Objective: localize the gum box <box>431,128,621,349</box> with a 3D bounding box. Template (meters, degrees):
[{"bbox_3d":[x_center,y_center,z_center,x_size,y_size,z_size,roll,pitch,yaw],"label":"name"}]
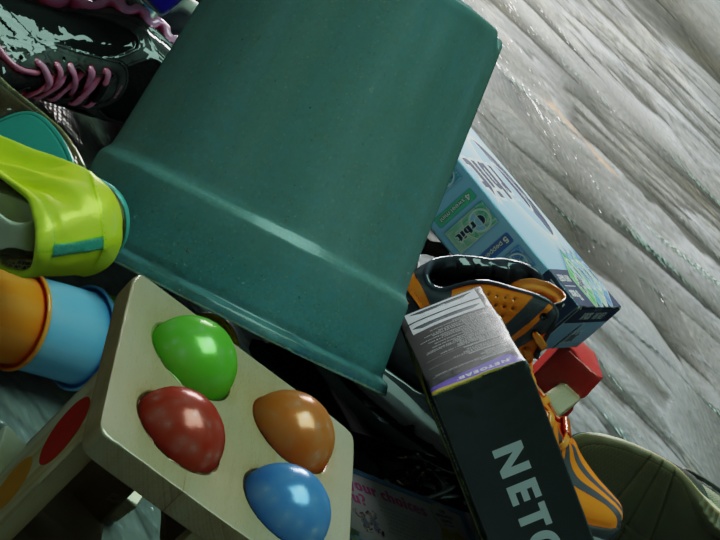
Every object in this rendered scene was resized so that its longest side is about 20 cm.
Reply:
[{"bbox_3d":[0.073,-0.040,1.463,0.200,0.045,0.170,50,10,10],"label":"gum box"}]

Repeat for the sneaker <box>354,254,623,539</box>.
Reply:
[{"bbox_3d":[0.095,0.069,1.333,0.200,0.112,0.078,37,11,-18],"label":"sneaker"}]

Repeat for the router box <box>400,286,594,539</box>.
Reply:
[{"bbox_3d":[0.084,0.123,1.215,0.157,0.052,0.201,-114,-177,-77],"label":"router box"}]

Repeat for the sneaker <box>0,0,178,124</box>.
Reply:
[{"bbox_3d":[-0.182,-0.118,1.307,0.199,0.079,0.096,23,36,-20],"label":"sneaker"}]

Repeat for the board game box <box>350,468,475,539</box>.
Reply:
[{"bbox_3d":[-0.003,0.156,1.192,0.200,0.034,0.135,26,30,-39],"label":"board game box"}]

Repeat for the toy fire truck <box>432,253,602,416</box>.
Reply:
[{"bbox_3d":[0.082,0.058,1.467,0.141,0.049,0.200,41,17,-5],"label":"toy fire truck"}]

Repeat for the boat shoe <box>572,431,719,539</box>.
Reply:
[{"bbox_3d":[0.202,0.165,1.499,0.200,0.073,0.065,34,3,-12],"label":"boat shoe"}]

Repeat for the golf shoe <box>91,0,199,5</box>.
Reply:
[{"bbox_3d":[-0.085,-0.176,1.544,0.200,0.094,0.078,10,40,-57],"label":"golf shoe"}]

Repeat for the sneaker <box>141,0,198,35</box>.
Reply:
[{"bbox_3d":[-0.101,-0.090,1.398,0.072,0.072,0.200,24,32,-44],"label":"sneaker"}]

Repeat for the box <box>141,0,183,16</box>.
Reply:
[{"bbox_3d":[-0.153,-0.256,1.353,0.200,0.105,0.184,46,0,-13],"label":"box"}]

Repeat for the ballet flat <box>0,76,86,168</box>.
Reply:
[{"bbox_3d":[-0.189,-0.059,1.182,0.200,0.070,0.065,53,-21,35],"label":"ballet flat"}]

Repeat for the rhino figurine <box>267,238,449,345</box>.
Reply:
[{"bbox_3d":[0.000,0.000,1.394,0.060,0.087,0.200,48,23,7],"label":"rhino figurine"}]

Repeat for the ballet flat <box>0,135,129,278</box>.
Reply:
[{"bbox_3d":[-0.197,-0.040,1.074,0.199,0.067,0.067,19,27,31],"label":"ballet flat"}]

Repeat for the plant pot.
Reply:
[{"bbox_3d":[-0.034,-0.067,1.219,0.200,0.197,0.200,26,-2,1],"label":"plant pot"}]

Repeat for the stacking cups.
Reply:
[{"bbox_3d":[-0.146,0.026,1.132,0.200,0.061,0.061,21,32,-45],"label":"stacking cups"}]

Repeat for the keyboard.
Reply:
[{"bbox_3d":[0.007,0.098,1.318,0.104,0.040,0.200,47,13,31],"label":"keyboard"}]

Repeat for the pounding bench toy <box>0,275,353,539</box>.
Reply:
[{"bbox_3d":[-0.088,0.087,1.006,0.124,0.156,0.200,37,23,-17],"label":"pounding bench toy"}]
